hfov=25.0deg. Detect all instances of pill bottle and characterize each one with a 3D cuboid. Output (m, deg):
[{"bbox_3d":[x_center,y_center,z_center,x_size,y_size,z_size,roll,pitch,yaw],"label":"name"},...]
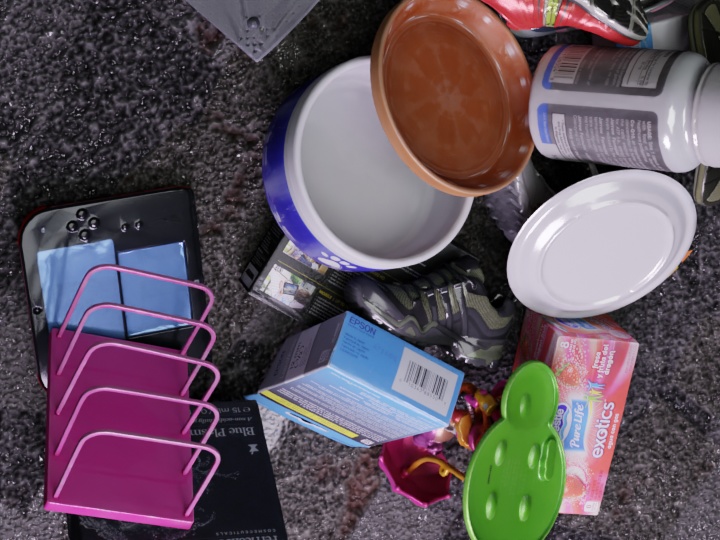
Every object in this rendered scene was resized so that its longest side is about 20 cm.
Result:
[{"bbox_3d":[0.270,-0.153,1.537,0.114,0.199,0.115,-19,114,-53],"label":"pill bottle"}]

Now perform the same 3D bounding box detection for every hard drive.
[{"bbox_3d":[-0.079,-0.312,1.519,0.135,0.042,0.200,39,95,-23],"label":"hard drive"}]

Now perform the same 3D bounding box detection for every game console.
[{"bbox_3d":[-0.240,0.023,1.595,0.176,0.031,0.201,-9,111,-12],"label":"game console"}]

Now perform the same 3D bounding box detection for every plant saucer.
[{"bbox_3d":[0.087,-0.167,1.538,0.199,0.032,0.202,11,72,-36],"label":"plant saucer"}]

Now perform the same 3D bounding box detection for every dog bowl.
[{"bbox_3d":[0.008,-0.100,1.553,0.199,0.079,0.202,4,83,-29],"label":"dog bowl"}]

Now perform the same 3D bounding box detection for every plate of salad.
[{"bbox_3d":[0.238,-0.030,1.618,0.199,0.048,0.201,-10,136,-9],"label":"plate of salad"}]

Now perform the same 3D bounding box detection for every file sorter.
[{"bbox_3d":[-0.206,0.112,1.494,0.138,0.201,0.126,12,135,-21],"label":"file sorter"}]

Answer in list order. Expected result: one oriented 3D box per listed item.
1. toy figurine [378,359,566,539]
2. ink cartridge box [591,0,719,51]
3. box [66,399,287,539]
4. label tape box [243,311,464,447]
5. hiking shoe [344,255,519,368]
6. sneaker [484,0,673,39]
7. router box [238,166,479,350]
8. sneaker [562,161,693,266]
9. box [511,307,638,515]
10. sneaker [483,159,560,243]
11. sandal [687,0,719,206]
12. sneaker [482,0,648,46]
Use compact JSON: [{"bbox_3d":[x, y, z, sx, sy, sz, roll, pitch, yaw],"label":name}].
[{"bbox_3d":[0.099,0.178,1.665,0.150,0.183,0.202,9,90,-43],"label":"toy figurine"},{"bbox_3d":[0.343,-0.217,1.654,0.199,0.067,0.117,-15,111,-10],"label":"ink cartridge box"},{"bbox_3d":[-0.183,0.239,1.577,0.195,0.201,0.118,-2,134,-15],"label":"box"},{"bbox_3d":[-0.010,0.115,1.629,0.143,0.200,0.066,28,67,-20],"label":"label tape box"},{"bbox_3d":[0.072,0.025,1.610,0.199,0.076,0.101,21,92,-35],"label":"hiking shoe"},{"bbox_3d":[0.220,-0.270,1.594,0.199,0.082,0.071,-18,112,-9],"label":"sneaker"},{"bbox_3d":[0.000,0.000,1.641,0.199,0.051,0.150,30,96,-23],"label":"router box"},{"bbox_3d":[0.282,-0.074,1.689,0.090,0.070,0.201,-34,118,-8],"label":"sneaker"},{"bbox_3d":[0.214,0.147,1.724,0.094,0.103,0.201,6,108,-16],"label":"box"},{"bbox_3d":[0.187,-0.059,1.673,0.082,0.075,0.201,-35,121,-17],"label":"sneaker"},{"bbox_3d":[0.343,-0.165,1.606,0.079,0.057,0.203,-7,95,-44],"label":"sandal"},{"bbox_3d":[0.178,-0.259,1.544,0.199,0.077,0.085,23,136,-7],"label":"sneaker"}]
